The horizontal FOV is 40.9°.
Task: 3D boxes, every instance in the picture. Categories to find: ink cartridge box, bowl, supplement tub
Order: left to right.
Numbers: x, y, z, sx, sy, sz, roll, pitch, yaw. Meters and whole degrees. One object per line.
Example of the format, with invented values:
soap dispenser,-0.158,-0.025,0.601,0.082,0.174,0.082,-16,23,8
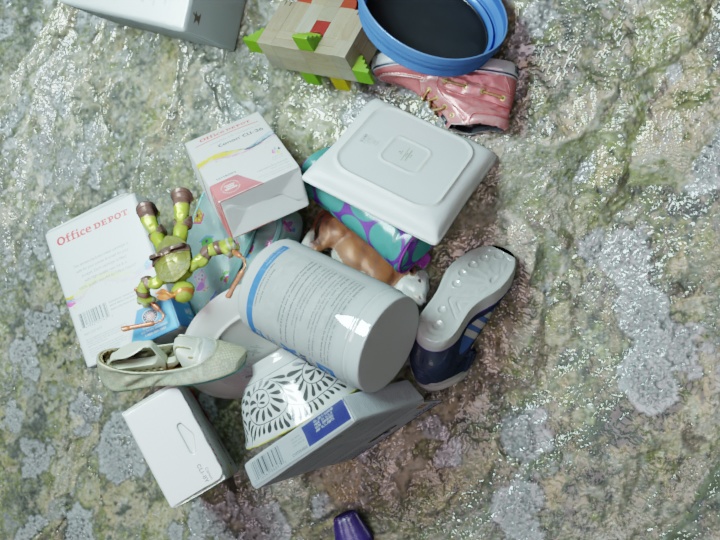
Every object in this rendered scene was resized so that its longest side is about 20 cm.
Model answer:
ink cartridge box,-0.328,0.015,1.329,0.143,0.085,0.202,-23,80,8
ink cartridge box,-0.246,0.240,1.336,0.083,0.200,0.146,-30,83,-7
ink cartridge box,-0.161,-0.141,1.300,0.116,0.068,0.200,-25,42,-11
bowl,-0.087,0.148,1.289,0.200,0.201,0.095,-29,90,15
supplement tub,-0.042,0.053,1.203,0.199,0.132,0.133,26,100,31
ink cartridge box,-0.020,0.209,1.258,0.199,0.199,0.041,-38,69,31
bowl,0.090,-0.329,1.242,0.200,0.201,0.039,39,144,11

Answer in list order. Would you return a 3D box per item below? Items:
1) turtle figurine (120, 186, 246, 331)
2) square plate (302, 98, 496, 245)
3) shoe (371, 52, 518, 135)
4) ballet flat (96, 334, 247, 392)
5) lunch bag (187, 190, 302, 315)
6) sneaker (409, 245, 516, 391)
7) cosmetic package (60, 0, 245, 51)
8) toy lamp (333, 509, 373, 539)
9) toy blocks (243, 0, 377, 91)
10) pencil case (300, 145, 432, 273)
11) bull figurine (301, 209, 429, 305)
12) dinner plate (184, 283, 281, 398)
turtle figurine,-0.247,-0.017,1.237,0.199,0.064,0.162,-28,63,19
square plate,0.056,-0.141,1.257,0.197,0.200,0.029,27,140,13
shoe,0.107,-0.235,1.284,0.198,0.071,0.092,7,85,11
ballet flat,-0.247,0.115,1.244,0.198,0.068,0.063,-11,127,5
lunch bag,-0.173,-0.021,1.353,0.160,0.077,0.202,29,101,33
sneaker,0.134,0.073,1.294,0.080,0.147,0.200,29,56,23
cosmetic package,-0.276,-0.418,1.340,0.198,0.166,0.169,17,97,15
toy lamp,0.012,0.436,1.352,0.058,0.058,0.202,-21,86,16
toy blocks,-0.041,-0.334,1.303,0.199,0.100,0.138,17,69,32
pencil case,0.010,-0.083,1.283,0.200,0.093,0.085,40,76,22
bull figurine,0.000,0.000,1.323,0.121,0.065,0.200,-42,71,-16
dinner plate,-0.148,0.102,1.323,0.201,0.200,0.024,-50,43,12
